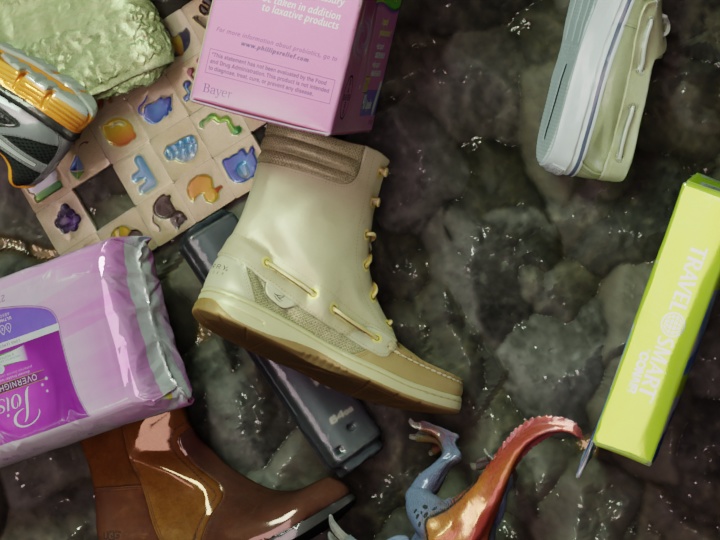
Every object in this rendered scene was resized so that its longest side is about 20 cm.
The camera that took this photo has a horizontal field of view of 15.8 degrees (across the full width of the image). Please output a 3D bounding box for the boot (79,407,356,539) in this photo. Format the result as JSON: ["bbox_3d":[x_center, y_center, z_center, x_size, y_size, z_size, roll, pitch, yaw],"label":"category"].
[{"bbox_3d":[-0.114,0.109,1.802,0.187,0.068,0.202,-20,82,20],"label":"boot"}]

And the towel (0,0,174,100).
[{"bbox_3d":[-0.234,-0.173,1.805,0.199,0.036,0.150,-19,84,15],"label":"towel"}]

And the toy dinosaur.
[{"bbox_3d":[0.035,0.187,1.711,0.105,0.182,0.200,31,145,-11],"label":"toy dinosaur"}]

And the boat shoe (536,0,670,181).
[{"bbox_3d":[0.171,-0.156,1.716,0.062,0.072,0.201,14,101,-14],"label":"boat shoe"}]

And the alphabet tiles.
[{"bbox_3d":[-0.154,-0.105,1.812,0.199,0.008,0.168,-31,87,12],"label":"alphabet tiles"}]

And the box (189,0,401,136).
[{"bbox_3d":[-0.027,-0.195,1.689,0.096,0.176,0.202,14,95,7],"label":"box"}]

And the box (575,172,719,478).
[{"bbox_3d":[0.198,0.040,1.686,0.047,0.122,0.201,20,98,8],"label":"box"}]

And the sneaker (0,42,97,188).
[{"bbox_3d":[-0.276,-0.130,1.760,0.199,0.078,0.078,33,106,16],"label":"sneaker"}]

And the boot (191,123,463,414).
[{"bbox_3d":[0.000,0.000,1.747,0.199,0.073,0.156,24,74,-16],"label":"boot"}]

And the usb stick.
[{"bbox_3d":[-0.054,0.049,1.778,0.033,0.055,0.201,-37,86,41],"label":"usb stick"}]

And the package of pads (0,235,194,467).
[{"bbox_3d":[-0.218,0.062,1.769,0.199,0.076,0.121,-19,81,23],"label":"package of pads"}]
